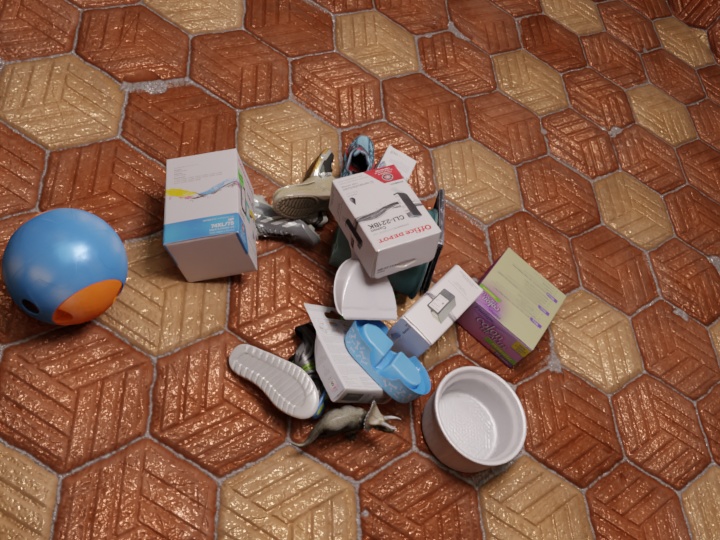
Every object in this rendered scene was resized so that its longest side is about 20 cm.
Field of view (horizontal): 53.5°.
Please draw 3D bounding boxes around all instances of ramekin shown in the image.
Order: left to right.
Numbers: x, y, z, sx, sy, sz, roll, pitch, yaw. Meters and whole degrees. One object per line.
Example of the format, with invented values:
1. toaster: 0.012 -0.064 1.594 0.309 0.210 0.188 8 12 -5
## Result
1. ramekin: 0.219 0.301 1.419 0.199 0.098 0.201 11 56 -17

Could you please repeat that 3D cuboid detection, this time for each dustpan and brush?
1. dustpan and brush: 0.000 0.000 1.404 0.139 0.057 0.201 4 78 -36

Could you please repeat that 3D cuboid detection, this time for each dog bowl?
1. dog bowl: 0.049 0.173 1.377 0.200 0.050 0.111 46 25 2

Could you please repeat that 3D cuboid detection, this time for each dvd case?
1. dvd case: 0.157 -0.058 1.560 0.016 0.200 0.149 7 55 -3

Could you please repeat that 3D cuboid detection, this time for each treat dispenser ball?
1. treat dispenser ball: -0.506 -0.007 1.230 0.200 0.201 0.202 11 55 -17

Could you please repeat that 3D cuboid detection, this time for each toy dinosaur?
1. toy dinosaur: -0.037 0.278 1.318 0.199 0.102 0.077 2 58 -24

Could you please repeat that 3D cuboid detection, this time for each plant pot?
1. plant pot: 0.043 -0.060 1.525 0.195 0.201 0.201 15 54 -5

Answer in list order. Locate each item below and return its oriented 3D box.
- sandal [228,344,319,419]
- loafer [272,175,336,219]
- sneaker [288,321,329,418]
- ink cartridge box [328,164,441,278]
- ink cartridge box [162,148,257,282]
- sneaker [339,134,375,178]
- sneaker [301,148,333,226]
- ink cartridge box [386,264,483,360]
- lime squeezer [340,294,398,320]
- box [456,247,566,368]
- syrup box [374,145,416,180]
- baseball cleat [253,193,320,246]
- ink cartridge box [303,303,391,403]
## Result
1. sandal: -0.155 0.202 1.334 0.202 0.050 0.083 34 78 19
2. loafer: -0.111 -0.160 1.513 0.199 0.076 0.068 -9 55 -43
3. sneaker: -0.097 0.192 1.377 0.082 0.071 0.201 -1 59 -6
4. ink cartridge box: 0.045 -0.098 1.392 0.144 0.084 0.200 -17 56 -21
5. ink cartridge box: -0.291 -0.108 1.398 0.145 0.147 0.201 -9 60 3
6. sneaker: 0.003 -0.256 1.684 0.079 0.096 0.201 22 53 -10
7. sneaker: -0.088 -0.183 1.620 0.087 0.076 0.201 26 61 -15
8. ink cartridge box: 0.143 0.099 1.485 0.084 0.146 0.200 45 53 7
9. lime squeezer: 0.001 0.073 1.508 0.200 0.038 0.071 -34 77 -37
10. box: 0.337 0.082 1.614 0.176 0.097 0.200 40 51 4
11. syrup box: 0.055 -0.193 1.675 0.078 0.081 0.201 30 52 -6
12. baseball cleat: -0.188 -0.086 1.520 0.199 0.070 0.107 30 66 2
13. ink cartridge box: -0.030 0.163 1.383 0.162 0.057 0.200 13 35 -49
